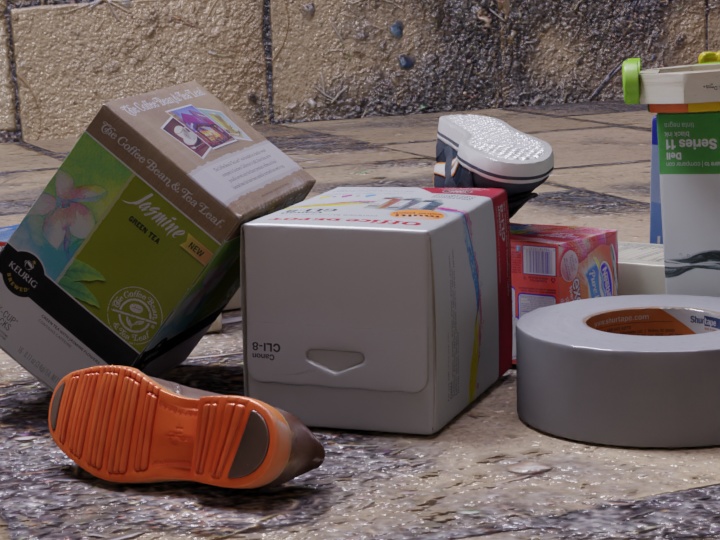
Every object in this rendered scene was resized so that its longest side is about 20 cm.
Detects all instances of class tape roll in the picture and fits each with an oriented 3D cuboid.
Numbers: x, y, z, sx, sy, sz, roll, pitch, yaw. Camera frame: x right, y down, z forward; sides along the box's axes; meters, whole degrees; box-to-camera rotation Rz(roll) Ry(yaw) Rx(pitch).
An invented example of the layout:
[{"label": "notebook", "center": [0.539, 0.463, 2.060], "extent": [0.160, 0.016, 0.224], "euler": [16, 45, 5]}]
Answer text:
[{"label": "tape roll", "center": [0.207, 0.066, 1.292], "extent": [0.199, 0.067, 0.200], "euler": [-1, 10, 0]}]

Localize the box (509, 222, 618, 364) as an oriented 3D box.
[{"label": "box", "center": [0.103, 0.015, 1.504], "extent": [0.199, 0.103, 0.094], "euler": [4, 10, 38]}]

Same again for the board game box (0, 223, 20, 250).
[{"label": "board game box", "center": [-0.369, -0.041, 2.170], "extent": [0.102, 0.020, 0.200], "euler": [6, 12, 32]}]

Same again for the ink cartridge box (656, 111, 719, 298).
[{"label": "ink cartridge box", "center": [0.301, -0.029, 1.436], "extent": [0.083, 0.202, 0.146], "euler": [2, 9, 38]}]

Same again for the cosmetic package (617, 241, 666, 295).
[{"label": "cosmetic package", "center": [0.210, 0.017, 1.553], "extent": [0.199, 0.072, 0.105], "euler": [6, 12, 38]}]

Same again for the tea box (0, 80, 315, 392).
[{"label": "tea box", "center": [-0.161, -0.021, 1.389], "extent": [0.133, 0.197, 0.200], "euler": [38, 17, 5]}]

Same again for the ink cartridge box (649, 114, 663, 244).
[{"label": "ink cartridge box", "center": [0.318, -0.082, 1.726], "extent": [0.076, 0.202, 0.136], "euler": [2, 11, 21]}]

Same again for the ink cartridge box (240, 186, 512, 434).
[{"label": "ink cartridge box", "center": [0.015, 0.023, 1.345], "extent": [0.144, 0.146, 0.200], "euler": [2, 11, 19]}]

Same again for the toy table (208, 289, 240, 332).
[{"label": "toy table", "center": [-0.178, -0.015, 1.690], "extent": [0.183, 0.118, 0.200], "euler": [-5, 11, -19]}]

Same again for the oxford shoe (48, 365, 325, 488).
[{"label": "oxford shoe", "center": [-0.114, 0.105, 1.172], "extent": [0.199, 0.072, 0.073], "euler": [10, -5, 35]}]

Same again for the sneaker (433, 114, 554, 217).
[{"label": "sneaker", "center": [0.106, -0.073, 1.496], "extent": [0.078, 0.080, 0.200], "euler": [2, 13, -8]}]

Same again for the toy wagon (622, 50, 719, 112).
[{"label": "toy wagon", "center": [0.279, -0.146, 1.409], "extent": [0.154, 0.040, 0.200], "euler": [-2, 7, 11]}]
